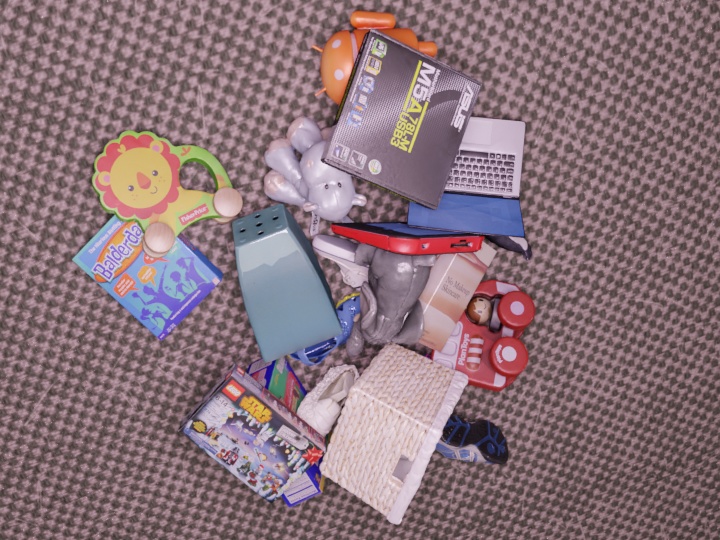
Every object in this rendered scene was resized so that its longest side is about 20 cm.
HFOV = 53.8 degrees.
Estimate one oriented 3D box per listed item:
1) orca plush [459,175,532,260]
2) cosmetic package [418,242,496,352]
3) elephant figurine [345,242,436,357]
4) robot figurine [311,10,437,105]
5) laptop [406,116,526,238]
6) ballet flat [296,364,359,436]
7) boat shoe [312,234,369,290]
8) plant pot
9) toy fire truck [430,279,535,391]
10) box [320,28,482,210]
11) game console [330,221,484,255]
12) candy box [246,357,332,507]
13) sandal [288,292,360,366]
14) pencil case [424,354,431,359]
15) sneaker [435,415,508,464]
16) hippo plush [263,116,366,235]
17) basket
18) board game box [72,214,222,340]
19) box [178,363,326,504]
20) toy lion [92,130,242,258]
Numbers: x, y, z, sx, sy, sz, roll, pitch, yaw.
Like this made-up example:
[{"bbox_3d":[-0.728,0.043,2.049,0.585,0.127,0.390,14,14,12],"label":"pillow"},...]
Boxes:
[{"bbox_3d":[0.221,-0.093,1.253,0.198,0.071,0.107,35,55,-22],"label":"orca plush"},{"bbox_3d":[0.135,0.023,1.219,0.102,0.087,0.203,24,95,-44],"label":"cosmetic package"},{"bbox_3d":[0.044,0.061,1.141,0.138,0.155,0.206,14,91,15],"label":"elephant figurine"},{"bbox_3d":[0.022,-0.315,1.110,0.194,0.118,0.146,-4,131,-8],"label":"robot figurine"},{"bbox_3d":[0.173,-0.158,1.136,0.182,0.116,0.206,6,89,4],"label":"laptop"},{"bbox_3d":[-0.055,0.225,1.227,0.070,0.201,0.073,10,123,17],"label":"ballet flat"},{"bbox_3d":[0.000,0.000,1.234,0.196,0.071,0.071,20,103,-23],"label":"boat shoe"},{"bbox_3d":[-0.132,0.010,1.151,0.138,0.142,0.203,-20,124,-2],"label":"plant pot"},{"bbox_3d":[0.213,0.110,1.264,0.163,0.113,0.205,12,70,4],"label":"toy fire truck"},{"bbox_3d":[0.061,-0.218,1.047,0.189,0.047,0.205,21,91,-15],"label":"box"},{"bbox_3d":[0.077,-0.058,1.104,0.197,0.175,0.032,-3,106,-41],"label":"game console"},{"bbox_3d":[-0.132,0.273,1.241,0.076,0.170,0.203,-23,111,13],"label":"candy box"},{"bbox_3d":[-0.044,0.111,1.251,0.197,0.087,0.081,-32,108,0],"label":"sandal"},{"bbox_3d":[0.105,0.254,1.320,0.087,0.089,0.202,30,101,-16],"label":"pencil case"},{"bbox_3d":[0.205,0.330,1.376,0.197,0.077,0.077,25,141,-25],"label":"sneaker"},{"bbox_3d":[-0.076,-0.135,1.127,0.155,0.161,0.206,-7,108,-6],"label":"hippo plush"},{"bbox_3d":[0.057,0.255,1.172,0.158,0.200,0.202,27,116,12],"label":"basket"},{"bbox_3d":[-0.352,-0.006,1.187,0.152,0.045,0.200,-43,108,6],"label":"board game box"},{"bbox_3d":[-0.169,0.261,1.123,0.199,0.040,0.137,42,105,-15],"label":"box"},{"bbox_3d":[-0.312,-0.135,1.124,0.197,0.068,0.195,-29,95,-22],"label":"toy lion"}]
